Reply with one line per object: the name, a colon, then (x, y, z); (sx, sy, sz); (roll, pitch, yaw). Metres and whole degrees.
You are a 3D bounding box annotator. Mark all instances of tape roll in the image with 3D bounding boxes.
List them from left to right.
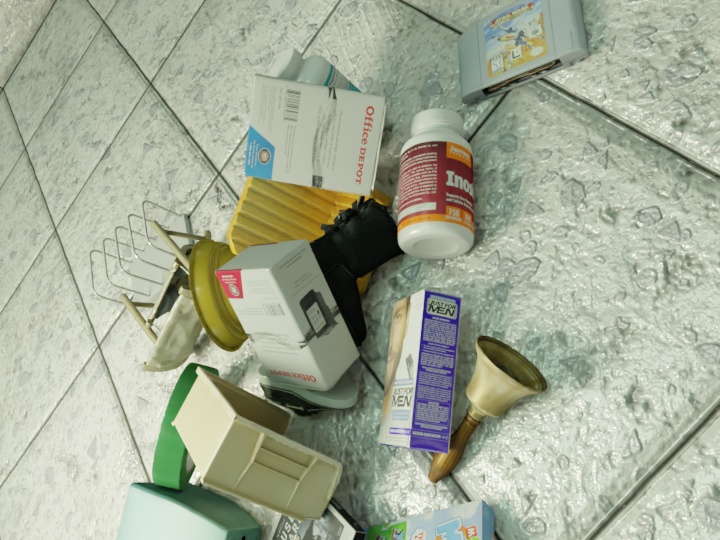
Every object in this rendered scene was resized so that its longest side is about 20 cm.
tape roll: (-0.290, 0.260, 1.005); (0.047, 0.201, 0.205); (13, 79, -2)

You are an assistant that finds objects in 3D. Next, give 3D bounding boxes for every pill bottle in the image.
pill bottle: (-0.059, -0.280, 1.004); (0.110, 0.199, 0.112); (-35, 36, 31)
pill bottle: (0.112, -0.129, 0.885); (0.111, 0.112, 0.204); (-10, 68, 34)

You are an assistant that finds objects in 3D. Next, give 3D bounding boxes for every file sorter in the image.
file sorter: (-0.474, -0.033, 1.292); (0.199, 0.124, 0.141); (-36, 56, 21)

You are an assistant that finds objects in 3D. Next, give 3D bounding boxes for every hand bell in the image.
hand bell: (0.142, 0.196, 0.775); (0.104, 0.103, 0.202); (46, 115, 39)

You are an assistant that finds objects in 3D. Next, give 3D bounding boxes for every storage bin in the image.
storage bin: (-0.150, 0.249, 0.859); (0.095, 0.197, 0.199); (-60, 29, -7)

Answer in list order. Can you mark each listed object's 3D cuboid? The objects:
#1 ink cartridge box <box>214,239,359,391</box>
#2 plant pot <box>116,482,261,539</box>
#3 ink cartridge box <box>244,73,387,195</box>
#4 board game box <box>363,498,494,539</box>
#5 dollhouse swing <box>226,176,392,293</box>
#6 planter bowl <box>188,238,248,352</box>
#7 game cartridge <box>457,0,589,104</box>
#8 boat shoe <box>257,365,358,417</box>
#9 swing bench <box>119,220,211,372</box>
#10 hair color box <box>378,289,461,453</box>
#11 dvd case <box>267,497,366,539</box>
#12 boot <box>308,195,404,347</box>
ink cartridge box: (-0.107, 0.066, 0.881); (0.144, 0.203, 0.083); (-2, 29, 45)
plant pot: (-0.267, 0.435, 0.954); (0.196, 0.141, 0.144); (4, 75, 30)
ink cartridge box: (-0.067, -0.205, 0.909); (0.196, 0.084, 0.148); (9, 104, -2)
board game box: (0.071, 0.378, 0.734); (0.198, 0.037, 0.152); (-26, 28, 27)
dollhouse swing: (-0.084, -0.071, 0.974); (0.180, 0.175, 0.204); (17, 83, 40)
planter bowl: (-0.208, 0.031, 1.034); (0.082, 0.201, 0.204); (-16, 63, 13)
game cartridge: (0.242, -0.349, 0.919); (0.197, 0.041, 0.136); (-15, 69, 33)
boat shoe: (-0.082, 0.195, 0.951); (0.197, 0.070, 0.065); (8, 114, 38)
swing bench: (-0.348, 0.052, 1.140); (0.200, 0.128, 0.201); (-55, 51, 25)
hair color box: (0.080, 0.138, 0.814); (0.109, 0.064, 0.204); (147, 134, -67)
dvd case: (-0.073, 0.393, 0.850); (0.199, 0.024, 0.153); (15, 82, 59)
boot: (0.000, 0.000, 0.929); (0.161, 0.200, 0.073); (-35, 17, -14)
